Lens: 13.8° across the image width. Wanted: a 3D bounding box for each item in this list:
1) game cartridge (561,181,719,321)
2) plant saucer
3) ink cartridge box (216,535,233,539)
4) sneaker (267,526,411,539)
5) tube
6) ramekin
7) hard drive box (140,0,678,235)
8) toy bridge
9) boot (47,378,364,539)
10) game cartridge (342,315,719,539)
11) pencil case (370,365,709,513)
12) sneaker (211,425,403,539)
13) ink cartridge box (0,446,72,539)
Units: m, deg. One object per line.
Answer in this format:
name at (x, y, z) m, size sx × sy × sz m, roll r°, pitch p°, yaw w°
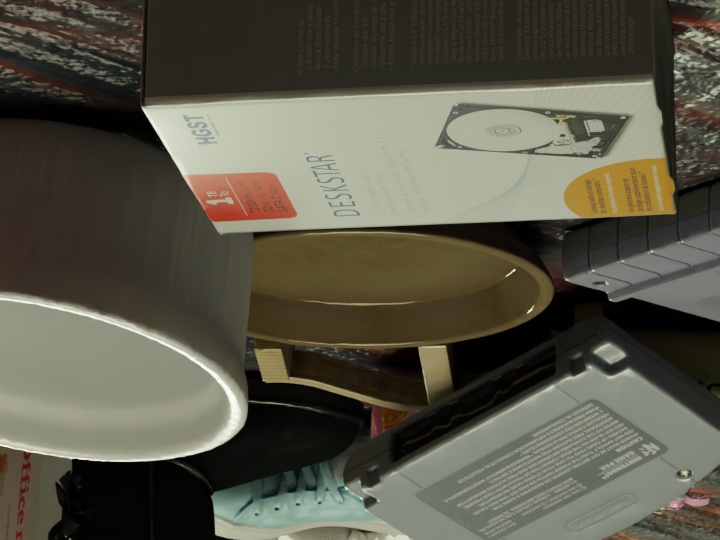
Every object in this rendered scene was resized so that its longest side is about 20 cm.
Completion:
game cartridge at (0.217, 0.001, 1.517) m, size 0.199 × 0.039 × 0.129 m, roll 15°, pitch 162°, yaw -38°
plant saucer at (0.000, 0.000, 1.525) m, size 0.199 × 0.030 × 0.200 m, roll 1°, pitch 163°, yaw 0°
ink cartridge box at (-0.082, 0.243, 1.973) m, size 0.199 × 0.116 × 0.068 m, roll 22°, pitch -170°, yaw -7°
sneaker at (0.034, 0.157, 1.970) m, size 0.199 × 0.074 × 0.115 m, roll 9°, pitch 154°, yaw -34°
tube at (0.207, 0.058, 1.670) m, size 0.199 × 0.052 × 0.058 m, roll 8°, pitch 123°, yaw 10°
ramekin at (-0.144, 0.009, 1.402) m, size 0.199 × 0.098 × 0.201 m, roll 7°, pitch 156°, yaw 3°
hard drive box at (0.025, -0.078, 1.201) m, size 0.199 × 0.077 × 0.156 m, roll -2°, pitch 162°, yaw 10°
toy bridge at (0.044, 0.051, 1.649) m, size 0.199 × 0.027 × 0.067 m, roll -2°, pitch 141°, yaw 8°
boot at (-0.096, 0.146, 1.766) m, size 0.197 × 0.163 × 0.073 m, roll 6°, pitch 163°, yaw -16°
game cartridge at (0.105, 0.104, 1.659) m, size 0.200 × 0.041 × 0.133 m, roll -30°, pitch 127°, yaw 33°
pencil case at (0.105, 0.098, 1.740) m, size 0.199 × 0.088 × 0.087 m, roll 1°, pitch 163°, yaw 1°
sneaker at (-0.019, 0.123, 1.862) m, size 0.199 × 0.074 × 0.082 m, roll 0°, pitch 156°, yaw -26°
ink cartridge box at (-0.217, 0.186, 1.928) m, size 0.083 × 0.146 × 0.200 m, roll 13°, pitch 159°, yaw -29°
